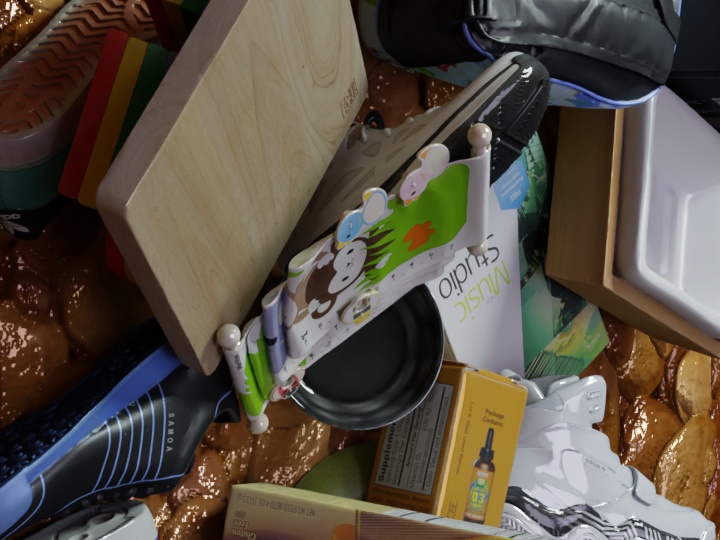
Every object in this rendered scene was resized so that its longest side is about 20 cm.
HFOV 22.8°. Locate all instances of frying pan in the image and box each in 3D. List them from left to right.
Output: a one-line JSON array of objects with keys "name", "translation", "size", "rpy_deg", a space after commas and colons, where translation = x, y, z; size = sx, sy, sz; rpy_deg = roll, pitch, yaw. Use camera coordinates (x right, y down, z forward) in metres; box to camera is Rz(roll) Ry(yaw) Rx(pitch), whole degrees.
[{"name": "frying pan", "translation": [-0.015, 0.006, 1.109], "size": [0.114, 0.031, 0.192], "rpy_deg": [-15, 82, -16]}]

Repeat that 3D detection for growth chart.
[{"name": "growth chart", "translation": [0.000, 0.004, 1.013], "size": [0.199, 0.018, 0.145], "rpy_deg": [-38, 154, -8]}]

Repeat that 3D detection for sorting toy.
[{"name": "sorting toy", "translation": [-0.080, -0.078, 0.933], "size": [0.200, 0.069, 0.200], "rpy_deg": [-62, 162, -20]}]

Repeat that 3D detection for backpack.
[{"name": "backpack", "translation": [0.104, -0.195, 1.132], "size": [0.199, 0.146, 0.185], "rpy_deg": [14, 83, -40]}]

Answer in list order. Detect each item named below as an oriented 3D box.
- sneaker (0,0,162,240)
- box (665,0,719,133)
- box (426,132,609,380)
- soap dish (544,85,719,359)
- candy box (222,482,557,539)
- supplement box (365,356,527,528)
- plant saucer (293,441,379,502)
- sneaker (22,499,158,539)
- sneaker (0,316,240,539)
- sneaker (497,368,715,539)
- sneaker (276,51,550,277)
[{"name": "sneaker", "translation": [-0.140, -0.094, 0.970], "size": [0.200, 0.071, 0.080], "rpy_deg": [-46, 147, -39]}, {"name": "box", "translation": [0.258, -0.149, 1.248], "size": [0.141, 0.199, 0.080], "rpy_deg": [21, 80, -44]}, {"name": "box", "translation": [0.092, 0.008, 1.219], "size": [0.144, 0.036, 0.201], "rpy_deg": [-41, 123, -33]}, {"name": "soap dish", "translation": [0.205, -0.037, 1.262], "size": [0.200, 0.081, 0.159], "rpy_deg": [27, 65, -51]}, {"name": "candy box", "translation": [0.013, 0.199, 1.050], "size": [0.055, 0.198, 0.117], "rpy_deg": [13, 86, -73]}, {"name": "supplement box", "translation": [0.044, 0.159, 1.127], "size": [0.066, 0.068, 0.202], "rpy_deg": [21, 81, -44]}, {"name": "plant saucer", "translation": [0.010, 0.214, 1.166], "size": [0.199, 0.031, 0.202], "rpy_deg": [-6, 99, -43]}, {"name": "sneaker", "translation": [-0.170, 0.226, 0.956], "size": [0.199, 0.080, 0.148], "rpy_deg": [-26, 110, -42]}, {"name": "sneaker", "translation": [-0.141, 0.102, 0.980], "size": [0.200, 0.070, 0.078], "rpy_deg": [-40, 113, -35]}, {"name": "sneaker", "translation": [0.162, 0.132, 1.204], "size": [0.198, 0.075, 0.116], "rpy_deg": [11, 82, -27]}, {"name": "sneaker", "translation": [0.012, -0.077, 1.052], "size": [0.200, 0.116, 0.076], "rpy_deg": [-45, 153, 14]}]
